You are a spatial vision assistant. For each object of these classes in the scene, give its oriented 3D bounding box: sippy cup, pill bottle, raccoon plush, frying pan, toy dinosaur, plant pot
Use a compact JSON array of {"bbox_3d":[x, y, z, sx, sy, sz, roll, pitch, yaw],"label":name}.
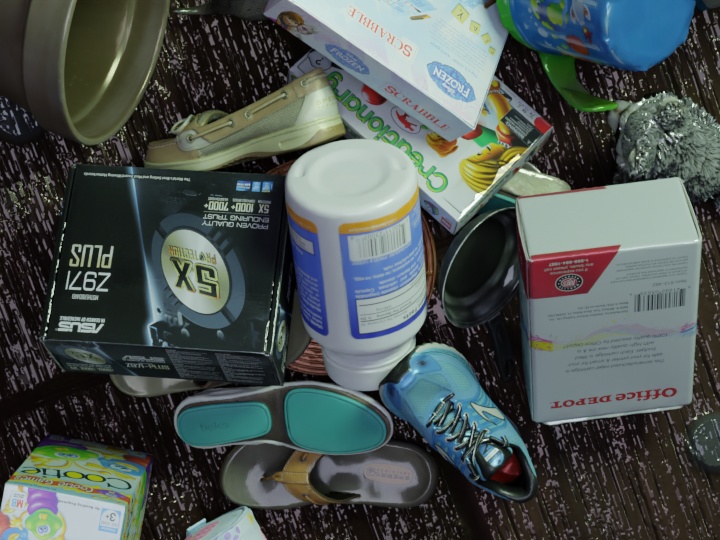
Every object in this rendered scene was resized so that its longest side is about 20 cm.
[{"bbox_3d":[0.201,-0.228,1.416,0.140,0.130,0.178,-42,128,-9],"label":"sippy cup"},{"bbox_3d":[0.000,0.000,1.460,0.111,0.112,0.201,-6,127,0],"label":"pill bottle"},{"bbox_3d":[0.301,-0.101,1.487,0.199,0.134,0.097,13,95,-2],"label":"raccoon plush"},{"bbox_3d":[0.122,0.012,1.511,0.031,0.190,0.115,33,82,36],"label":"frying pan"},{"bbox_3d":[-0.069,-0.255,1.482,0.199,0.103,0.077,-12,137,0],"label":"toy dinosaur"},{"bbox_3d":[-0.278,-0.224,1.458,0.172,0.200,0.201,17,96,15],"label":"plant pot"}]

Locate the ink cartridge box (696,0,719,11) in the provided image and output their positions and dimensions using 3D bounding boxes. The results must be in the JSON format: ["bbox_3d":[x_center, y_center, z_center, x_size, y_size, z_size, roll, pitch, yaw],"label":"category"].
[{"bbox_3d":[0.315,-0.320,1.431,0.144,0.200,0.148,-38,95,3],"label":"ink cartridge box"}]

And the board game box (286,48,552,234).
[{"bbox_3d":[0.050,-0.142,1.486,0.200,0.035,0.126,42,71,10],"label":"board game box"}]

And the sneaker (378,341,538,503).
[{"bbox_3d":[0.096,0.136,1.493,0.078,0.090,0.200,-47,127,4],"label":"sneaker"}]

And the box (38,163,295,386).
[{"bbox_3d":[-0.158,0.004,1.477,0.198,0.086,0.165,4,69,6],"label":"box"}]

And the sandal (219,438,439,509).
[{"bbox_3d":[-0.028,0.185,1.554,0.198,0.055,0.082,7,96,1],"label":"sandal"}]

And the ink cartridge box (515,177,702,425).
[{"bbox_3d":[0.209,0.029,1.478,0.145,0.083,0.201,-7,133,0],"label":"ink cartridge box"}]

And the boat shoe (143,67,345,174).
[{"bbox_3d":[-0.106,-0.125,1.484,0.200,0.073,0.064,-9,99,35],"label":"boat shoe"}]

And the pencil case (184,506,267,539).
[{"bbox_3d":[-0.088,0.312,1.552,0.083,0.091,0.201,-31,96,-11],"label":"pencil case"}]

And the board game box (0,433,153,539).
[{"bbox_3d":[-0.247,0.218,1.483,0.104,0.200,0.104,11,96,-2],"label":"board game box"}]

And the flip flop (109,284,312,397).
[{"bbox_3d":[-0.133,0.068,1.530,0.199,0.058,0.082,-15,99,8],"label":"flip flop"}]

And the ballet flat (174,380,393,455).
[{"bbox_3d":[-0.066,0.124,1.534,0.198,0.069,0.070,-1,96,11],"label":"ballet flat"}]

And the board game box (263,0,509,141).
[{"bbox_3d":[0.039,-0.244,1.441,0.199,0.041,0.200,33,62,-21],"label":"board game box"}]

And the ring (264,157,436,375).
[{"bbox_3d":[-0.030,-0.004,1.553,0.199,0.019,0.202,0,97,0],"label":"ring"}]

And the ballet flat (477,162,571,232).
[{"bbox_3d":[0.094,-0.088,1.528,0.199,0.068,0.063,26,56,3],"label":"ballet flat"}]
